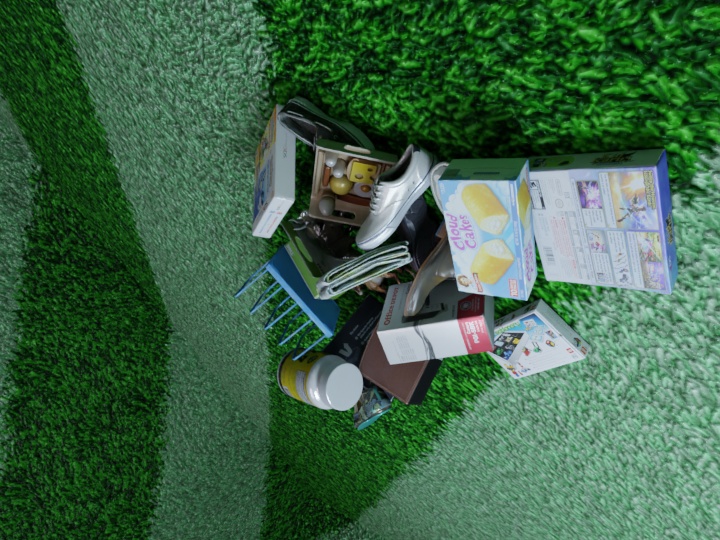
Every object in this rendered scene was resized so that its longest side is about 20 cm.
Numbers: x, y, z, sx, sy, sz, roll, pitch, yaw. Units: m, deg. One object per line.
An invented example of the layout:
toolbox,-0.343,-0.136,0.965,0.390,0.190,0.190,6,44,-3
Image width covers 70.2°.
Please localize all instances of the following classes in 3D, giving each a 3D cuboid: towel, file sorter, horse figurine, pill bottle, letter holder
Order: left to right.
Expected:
file sorter,-0.158,0.073,1.127,0.122,0.139,0.201,-38,102,16
pill bottle,-0.089,0.235,1.114,0.198,0.114,0.115,0,129,53
towel,0.000,0.000,0.951,0.200,0.169,0.049,146,101,-81
horse figurine,0.050,0.015,1.137,0.132,0.050,0.201,38,149,7
letter holder,0.101,0.160,1.089,0.141,0.202,0.100,26,178,27

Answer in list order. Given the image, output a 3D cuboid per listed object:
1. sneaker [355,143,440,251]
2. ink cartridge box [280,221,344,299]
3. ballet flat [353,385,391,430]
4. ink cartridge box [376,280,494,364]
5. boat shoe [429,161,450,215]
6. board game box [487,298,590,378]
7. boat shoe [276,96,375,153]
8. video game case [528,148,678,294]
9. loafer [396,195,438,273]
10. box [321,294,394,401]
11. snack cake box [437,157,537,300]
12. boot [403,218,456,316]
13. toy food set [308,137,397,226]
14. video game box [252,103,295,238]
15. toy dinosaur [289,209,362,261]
sneaker,0.046,-0.125,0.860,0.070,0.201,0.073,31,-165,-27
ink cartridge box,-0.109,-0.019,1.106,0.075,0.199,0.149,-38,72,19
ballet flat,0.019,0.299,1.132,0.074,0.074,0.201,39,149,6
ink cartridge box,0.141,0.084,0.950,0.197,0.148,0.084,-12,121,22
boat shoe,0.186,-0.098,0.833,0.075,0.060,0.201,-27,106,37
board game box,0.321,0.138,0.988,0.126,0.035,0.200,44,149,-2
boat shoe,-0.066,-0.240,0.939,0.198,0.071,0.073,32,147,12
video game case,0.332,-0.066,0.716,0.179,0.045,0.202,9,135,46
loafer,0.103,-0.071,0.954,0.063,0.071,0.203,12,126,65
box,0.030,0.206,1.251,0.199,0.197,0.118,38,150,8
snack cake box,0.191,-0.060,0.757,0.113,0.067,0.202,6,130,32
boot,0.151,0.004,0.890,0.096,0.203,0.075,26,-177,8
toy food set,-0.020,-0.151,0.938,0.141,0.061,0.201,10,151,-5
video game box,-0.174,-0.193,1.025,0.046,0.204,0.182,7,158,-25
toy dinosaur,-0.052,-0.072,1.084,0.200,0.102,0.077,48,-174,-25
